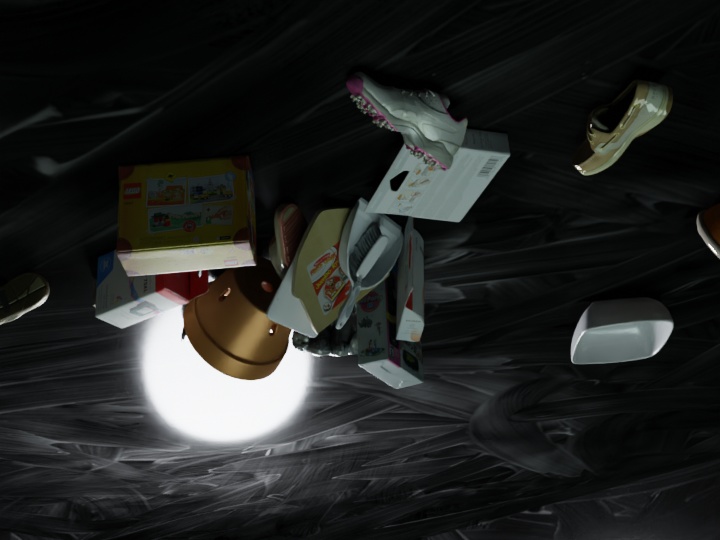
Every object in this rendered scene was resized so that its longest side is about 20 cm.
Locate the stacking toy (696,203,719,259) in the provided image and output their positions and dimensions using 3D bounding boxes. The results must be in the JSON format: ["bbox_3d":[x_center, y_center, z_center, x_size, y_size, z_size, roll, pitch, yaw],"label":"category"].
[{"bbox_3d":[0.676,-0.102,1.685,0.144,0.148,0.201,13,131,-32],"label":"stacking toy"}]

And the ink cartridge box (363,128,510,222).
[{"bbox_3d":[0.113,-0.148,1.559,0.171,0.044,0.200,5,150,-18],"label":"ink cartridge box"}]

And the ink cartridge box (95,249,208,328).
[{"bbox_3d":[-0.349,0.008,1.691,0.198,0.118,0.067,-21,148,26],"label":"ink cartridge box"}]

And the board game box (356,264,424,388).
[{"bbox_3d":[0.052,0.094,1.830,0.063,0.203,0.147,-15,151,24],"label":"board game box"}]

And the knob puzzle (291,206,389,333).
[{"bbox_3d":[-0.045,-0.023,1.678,0.030,0.222,0.219,28,180,43],"label":"knob puzzle"}]

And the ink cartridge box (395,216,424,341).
[{"bbox_3d":[0.094,0.006,1.715,0.049,0.165,0.201,5,152,-6],"label":"ink cartridge box"}]

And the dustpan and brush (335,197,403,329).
[{"bbox_3d":[0.000,0.000,1.665,0.057,0.202,0.139,31,180,43],"label":"dustpan and brush"}]

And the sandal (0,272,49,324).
[{"bbox_3d":[-0.632,0.056,1.794,0.197,0.082,0.054,-17,172,13],"label":"sandal"}]

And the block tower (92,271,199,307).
[{"bbox_3d":[-0.385,0.029,1.791,0.197,0.055,0.058,-16,150,19],"label":"block tower"}]

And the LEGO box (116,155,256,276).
[{"bbox_3d":[-0.258,-0.082,1.503,0.196,0.151,0.077,-4,153,0],"label":"LEGO box"}]

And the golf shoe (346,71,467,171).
[{"bbox_3d":[0.067,-0.224,1.395,0.199,0.075,0.092,35,91,-30],"label":"golf shoe"}]

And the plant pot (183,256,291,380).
[{"bbox_3d":[-0.194,0.072,1.780,0.198,0.202,0.140,15,130,-33],"label":"plant pot"}]

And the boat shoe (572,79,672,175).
[{"bbox_3d":[0.364,-0.212,1.465,0.066,0.075,0.200,20,143,-18],"label":"boat shoe"}]

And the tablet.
[{"bbox_3d":[-0.072,0.008,1.700,0.014,0.202,0.129,28,-179,44],"label":"tablet"}]

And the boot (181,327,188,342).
[{"bbox_3d":[-0.296,0.138,2.013,0.129,0.071,0.201,6,139,-14],"label":"boot"}]

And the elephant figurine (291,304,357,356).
[{"bbox_3d":[-0.051,0.049,1.833,0.140,0.204,0.154,-1,-177,-43],"label":"elephant figurine"}]

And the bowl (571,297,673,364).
[{"bbox_3d":[0.539,0.120,2.103,0.196,0.076,0.201,-4,152,-1],"label":"bowl"}]

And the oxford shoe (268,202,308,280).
[{"bbox_3d":[-0.129,-0.040,1.693,0.073,0.071,0.202,25,144,25],"label":"oxford shoe"}]
